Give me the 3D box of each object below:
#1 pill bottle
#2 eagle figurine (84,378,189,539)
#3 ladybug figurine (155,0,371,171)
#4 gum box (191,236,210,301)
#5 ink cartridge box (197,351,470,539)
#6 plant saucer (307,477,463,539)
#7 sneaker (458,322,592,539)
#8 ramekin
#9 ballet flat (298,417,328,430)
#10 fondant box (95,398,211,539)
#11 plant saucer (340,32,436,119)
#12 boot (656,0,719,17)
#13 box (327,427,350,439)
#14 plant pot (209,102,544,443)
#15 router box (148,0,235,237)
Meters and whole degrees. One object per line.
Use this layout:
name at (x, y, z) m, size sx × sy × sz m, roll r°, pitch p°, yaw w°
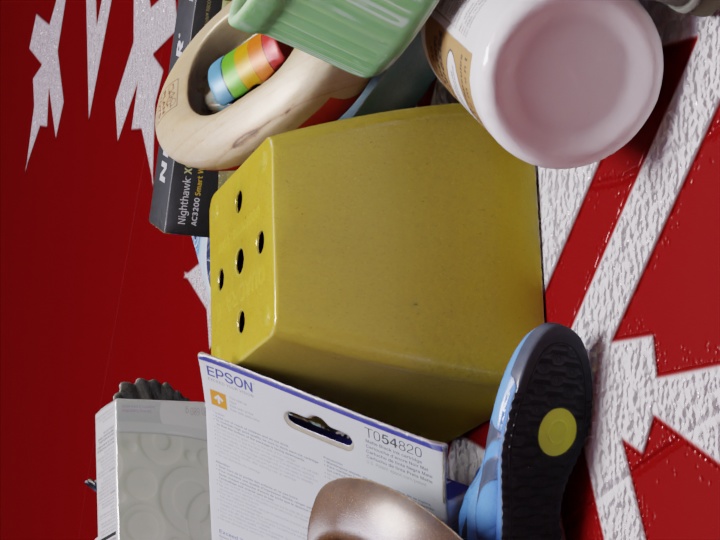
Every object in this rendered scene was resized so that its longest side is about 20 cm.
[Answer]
pill bottle at (0.099, -0.144, 1.329) m, size 0.200 × 0.114 × 0.115 m, roll -123°, pitch 42°, yaw -65°
eagle figurine at (-0.160, 0.212, 1.803) m, size 0.152 × 0.151 × 0.201 m, roll 34°, pitch 135°, yaw 36°
ladybug figurine at (-0.059, -0.132, 1.497) m, size 0.200 × 0.072 × 0.136 m, roll -27°, pitch 48°, yaw 34°
gum box at (-0.097, -0.045, 1.923) m, size 0.200 × 0.044 × 0.170 m, roll -109°, pitch 31°, yaw -49°
ink cartridge box at (-0.015, 0.156, 1.448) m, size 0.199 × 0.041 × 0.201 m, roll 20°, pitch 129°, yaw 28°
plant saucer at (0.033, 0.218, 1.363) m, size 0.200 × 0.032 × 0.201 m, roll 35°, pitch 147°, yaw 28°
sneaker at (0.091, 0.126, 1.348) m, size 0.078 × 0.066 × 0.201 m, roll 22°, pitch 108°, yaw 57°
ramekin at (0.008, -0.216, 1.336) m, size 0.200 × 0.097 × 0.200 m, roll -58°, pitch 11°, yaw 19°
ballet flat at (-0.009, 0.196, 1.605) m, size 0.074 × 0.074 × 0.201 m, roll -52°, pitch 55°, yaw 55°
fondant box at (-0.126, 0.203, 1.674) m, size 0.058 × 0.144 × 0.201 m, roll 148°, pitch 122°, yaw -61°
plant saucer at (0.031, -0.150, 1.548) m, size 0.201 × 0.039 × 0.201 m, roll -55°, pitch 9°, yaw 12°
boot at (0.098, -0.215, 1.228) m, size 0.182 × 0.199 × 0.073 m, roll -124°, pitch 49°, yaw -58°
box at (-0.045, 0.134, 1.742) m, size 0.161 × 0.049 × 0.201 m, roll -138°, pitch 55°, yaw -62°
plant pot at (0.000, 0.000, 1.475) m, size 0.200 × 0.176 × 0.201 m, roll 142°, pitch 130°, yaw -62°
router box at (-0.074, -0.123, 1.725) m, size 0.052 × 0.157 × 0.201 m, roll -148°, pitch 64°, yaw -67°
